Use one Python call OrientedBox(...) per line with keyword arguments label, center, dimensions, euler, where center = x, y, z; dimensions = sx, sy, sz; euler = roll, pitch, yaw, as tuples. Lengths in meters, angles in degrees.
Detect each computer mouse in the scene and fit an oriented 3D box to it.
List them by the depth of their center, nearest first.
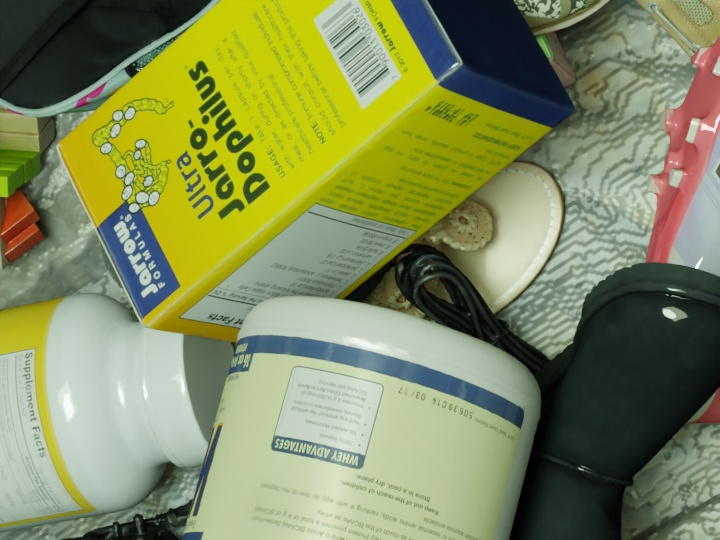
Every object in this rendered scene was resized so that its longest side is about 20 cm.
OrientedBox(label="computer mouse", center=(0.006, 0.084, 1.409), dimensions=(0.200, 0.046, 0.141), euler=(-42, 109, -10))

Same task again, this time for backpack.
OrientedBox(label="backpack", center=(-0.119, -0.173, 1.424), dimensions=(0.200, 0.150, 0.178), euler=(-34, 77, 30))

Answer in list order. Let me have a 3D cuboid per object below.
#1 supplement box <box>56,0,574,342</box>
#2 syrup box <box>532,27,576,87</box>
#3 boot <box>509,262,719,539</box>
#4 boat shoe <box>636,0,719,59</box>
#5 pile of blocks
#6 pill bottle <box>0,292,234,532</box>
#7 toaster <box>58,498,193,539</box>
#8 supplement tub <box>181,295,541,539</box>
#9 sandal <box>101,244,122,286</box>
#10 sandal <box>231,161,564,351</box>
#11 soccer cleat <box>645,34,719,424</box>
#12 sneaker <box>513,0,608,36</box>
OrientedBox(label="supplement box", center=(-0.022, -0.066, 1.341), dimensions=(0.200, 0.109, 0.110), euler=(-39, 64, 21))
OrientedBox(label="syrup box", center=(0.030, -0.172, 1.460), dimensions=(0.078, 0.081, 0.201), euler=(-26, 81, 10))
OrientedBox(label="boot", center=(0.113, 0.107, 1.320), dimensions=(0.076, 0.200, 0.169), euler=(17, 62, -12))
OrientedBox(label="boat shoe", center=(0.117, -0.169, 1.447), dimensions=(0.200, 0.072, 0.076), euler=(40, 107, 14))
OrientedBox(label="pile of blocks", center=(-0.184, -0.092, 1.508), dimensions=(0.062, 0.082, 0.202), euler=(4, 86, 15))
OrientedBox(label="pill bottle", center=(-0.165, 0.073, 1.468), dimensions=(0.199, 0.112, 0.113), euler=(-11, 83, 17))
OrientedBox(label="toaster", center=(-0.156, 0.196, 1.411), dimensions=(0.198, 0.181, 0.120), euler=(-10, 95, -5))
OrientedBox(label="supplement tub", center=(-0.008, 0.126, 1.305), dimensions=(0.144, 0.145, 0.201), euler=(12, 77, 15))
OrientedBox(label="sandal", center=(-0.052, -0.051, 1.466), dimensions=(0.199, 0.043, 0.077), euler=(-26, 72, 36))
OrientedBox(label="sandal", center=(0.002, 0.005, 1.458), dimensions=(0.211, 0.070, 0.078), euler=(-23, 80, 11))
OrientedBox(label="soccer cleat", center=(0.178, -0.022, 1.417), dimensions=(0.076, 0.067, 0.201), euler=(14, 97, -10))
OrientedBox(label="sneaker", center=(0.128, -0.176, 1.364), dimensions=(0.199, 0.089, 0.077), euler=(-28, 87, 1))
